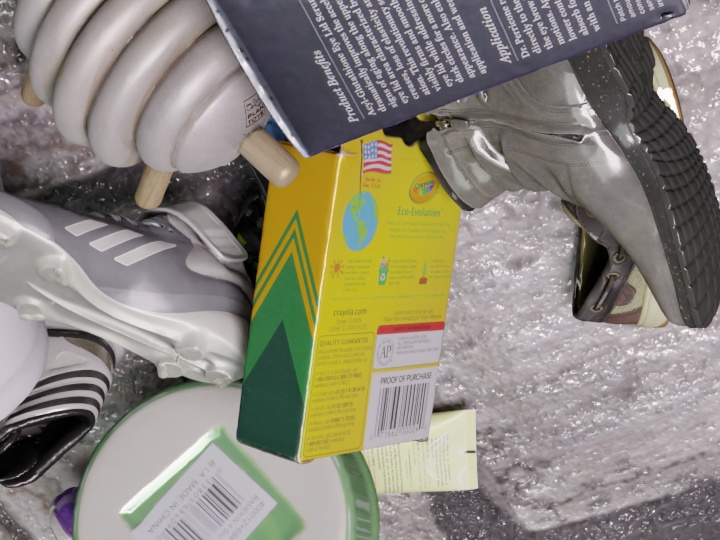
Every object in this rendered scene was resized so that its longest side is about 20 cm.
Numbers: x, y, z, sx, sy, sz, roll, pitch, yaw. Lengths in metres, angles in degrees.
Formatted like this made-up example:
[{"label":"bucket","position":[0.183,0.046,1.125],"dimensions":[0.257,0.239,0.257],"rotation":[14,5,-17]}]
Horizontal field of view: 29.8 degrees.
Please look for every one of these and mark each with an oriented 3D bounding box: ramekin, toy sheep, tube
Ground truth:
[{"label":"ramekin","position":[-0.089,0.164,0.874],"dimensions":[0.199,0.201,0.098],"rotation":[-1,167,4]},{"label":"toy sheep","position":[-0.109,-0.111,0.709],"dimensions":[0.200,0.138,0.138],"rotation":[38,125,6]},{"label":"tube","position":[-0.017,0.134,0.957],"dimensions":[0.199,0.052,0.058],"rotation":[-4,168,3]}]

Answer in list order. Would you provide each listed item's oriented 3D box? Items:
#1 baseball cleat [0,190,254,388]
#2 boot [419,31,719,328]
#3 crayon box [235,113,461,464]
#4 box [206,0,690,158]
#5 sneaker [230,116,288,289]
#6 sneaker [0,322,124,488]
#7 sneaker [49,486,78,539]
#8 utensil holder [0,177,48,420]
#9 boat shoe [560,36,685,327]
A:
[{"label":"baseball cleat","position":[-0.142,-0.009,0.755],"dimensions":[0.200,0.107,0.070],"rotation":[34,134,-30]},{"label":"boot","position":[0.109,-0.053,0.728],"dimensions":[0.130,0.068,0.200],"rotation":[-14,109,37]},{"label":"crayon box","position":[0.000,0.000,0.764],"dimensions":[0.051,0.127,0.201],"rotation":[13,98,37]},{"label":"box","position":[0.040,-0.163,0.651],"dimensions":[0.200,0.148,0.104],"rotation":[-19,126,19]},{"label":"sneaker","position":[-0.057,-0.006,0.828],"dimensions":[0.082,0.071,0.200],"rotation":[-2,131,-3]},{"label":"sneaker","position":[-0.262,0.084,0.883],"dimensions":[0.200,0.116,0.076],"rotation":[-6,128,9]},{"label":"sneaker","position":[-0.128,0.184,0.996],"dimensions":[0.200,0.081,0.084],"rotation":[14,115,-19]},{"label":"utensil holder","position":[-0.283,-0.019,0.773],"dimensions":[0.169,0.170,0.200],"rotation":[-2,126,5]},{"label":"boat shoe","position":[0.150,-0.040,0.786],"dimensions":[0.065,0.073,0.200],"rotation":[-11,128,-1]}]
